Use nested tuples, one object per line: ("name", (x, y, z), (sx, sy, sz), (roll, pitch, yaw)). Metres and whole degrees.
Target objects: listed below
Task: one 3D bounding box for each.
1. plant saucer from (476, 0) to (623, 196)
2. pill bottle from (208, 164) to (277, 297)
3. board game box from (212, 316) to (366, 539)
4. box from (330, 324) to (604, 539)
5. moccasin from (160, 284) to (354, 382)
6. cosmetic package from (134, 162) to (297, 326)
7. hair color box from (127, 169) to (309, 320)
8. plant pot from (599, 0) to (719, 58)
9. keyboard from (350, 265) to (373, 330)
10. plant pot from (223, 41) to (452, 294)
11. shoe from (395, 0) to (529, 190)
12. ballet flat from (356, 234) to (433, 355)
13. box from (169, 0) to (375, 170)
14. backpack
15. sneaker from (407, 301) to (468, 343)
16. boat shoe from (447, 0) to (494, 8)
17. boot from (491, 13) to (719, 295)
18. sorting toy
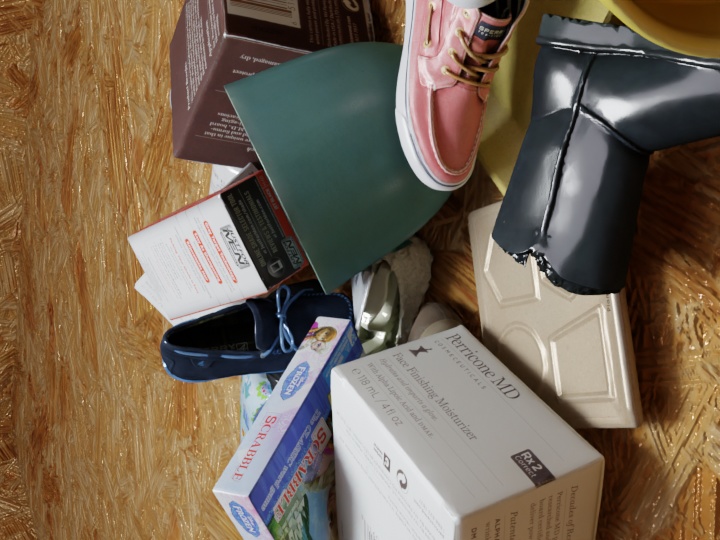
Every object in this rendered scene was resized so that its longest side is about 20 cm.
("plant saucer", (0.129, -0.191, 0.779), (0.201, 0.048, 0.202), (62, 144, 38))
("pill bottle", (-0.132, -0.055, 1.210), (0.115, 0.113, 0.202), (53, 139, 45))
("board game box", (-0.033, 0.185, 0.908), (0.041, 0.201, 0.201), (3, 134, 31))
("box", (0.077, 0.188, 0.798), (0.199, 0.129, 0.203), (43, 142, 51))
("moccasin", (-0.098, 0.065, 0.981), (0.068, 0.197, 0.081), (87, 161, -61))
("cosmetic package", (-0.153, -0.012, 1.118), (0.113, 0.081, 0.200), (44, 131, -4))
("hair color box", (-0.145, -0.020, 0.985), (0.199, 0.061, 0.103), (-14, 105, 52))
("plant pot", (0.180, -0.246, 0.548), (0.190, 0.198, 0.203), (-109, 29, -56))
("keyboard", (0.000, 0.000, 0.987), (0.200, 0.010, 0.057), (-96, 14, -74))
("plant pot", (-0.005, -0.105, 0.880), (0.203, 0.159, 0.201), (64, 177, 5))
("shoe", (0.077, -0.164, 0.756), (0.091, 0.070, 0.204), (-179, 89, -64))
("ballet flat", (0.017, 0.057, 0.985), (0.072, 0.071, 0.203), (45, 131, 50))
("box", (-0.100, -0.230, 1.058), (0.200, 0.162, 0.168), (129, 140, -51))
("backpack", (-0.074, 0.141, 1.102), (0.202, 0.151, 0.164), (77, 179, -45))
("sneaker", (0.063, 0.126, 0.940), (0.076, 0.069, 0.203), (-109, 30, -63))
("boat shoe", (0.107, -0.275, 0.679), (0.073, 0.067, 0.202), (24, 74, 22))
("boot", (0.180, -0.064, 0.629), (0.199, 0.076, 0.171), (21, 109, 39))
("sorting toy", (0.151, 0.029, 0.785), (0.200, 0.036, 0.188), (160, 104, -65))
